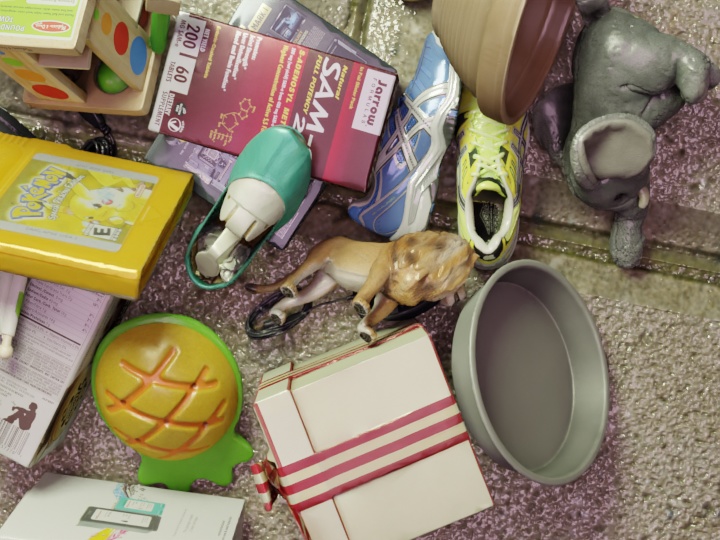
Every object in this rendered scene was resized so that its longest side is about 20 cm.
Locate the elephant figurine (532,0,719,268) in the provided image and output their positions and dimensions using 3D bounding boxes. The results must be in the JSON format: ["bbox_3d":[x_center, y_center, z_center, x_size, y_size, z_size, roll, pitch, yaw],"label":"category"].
[{"bbox_3d":[0.223,-0.119,1.022,0.154,0.141,0.201,33,103,15],"label":"elephant figurine"}]

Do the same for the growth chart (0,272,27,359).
[{"bbox_3d":[-0.360,-0.012,1.024,0.198,0.018,0.146,12,84,35],"label":"growth chart"}]

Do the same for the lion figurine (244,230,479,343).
[{"bbox_3d":[0.000,0.000,1.030,0.198,0.073,0.123,15,51,32],"label":"lion figurine"}]

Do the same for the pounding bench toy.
[{"bbox_3d":[-0.217,-0.215,0.981,0.198,0.156,0.126,7,76,17],"label":"pounding bench toy"}]

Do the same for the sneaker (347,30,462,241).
[{"bbox_3d":[0.044,-0.125,1.047,0.076,0.076,0.202,14,94,-3],"label":"sneaker"}]

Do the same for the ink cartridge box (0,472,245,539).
[{"bbox_3d":[-0.218,0.289,1.032,0.198,0.146,0.148,7,102,0],"label":"ink cartridge box"}]

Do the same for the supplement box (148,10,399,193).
[{"bbox_3d":[-0.074,-0.146,1.002,0.198,0.061,0.110,16,95,1],"label":"supplement box"}]

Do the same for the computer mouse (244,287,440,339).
[{"bbox_3d":[-0.013,0.034,1.080,0.198,0.034,0.059,-12,63,8],"label":"computer mouse"}]

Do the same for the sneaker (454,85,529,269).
[{"bbox_3d":[0.124,-0.102,1.049,0.074,0.076,0.203,-3,91,2],"label":"sneaker"}]

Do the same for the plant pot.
[{"bbox_3d":[0.121,-0.234,0.971,0.092,0.201,0.203,21,93,16],"label":"plant pot"}]

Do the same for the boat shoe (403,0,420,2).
[{"bbox_3d":[0.110,-0.315,1.040,0.199,0.068,0.073,-28,93,2],"label":"boat shoe"}]

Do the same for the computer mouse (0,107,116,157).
[{"bbox_3d":[-0.328,-0.136,1.063,0.200,0.046,0.140,45,93,-2],"label":"computer mouse"}]

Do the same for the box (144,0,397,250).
[{"bbox_3d":[-0.082,-0.144,1.060,0.157,0.051,0.201,33,94,-2],"label":"box"}]

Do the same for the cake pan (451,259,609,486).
[{"bbox_3d":[0.153,0.092,1.024,0.037,0.199,0.202,-16,95,45],"label":"cake pan"}]

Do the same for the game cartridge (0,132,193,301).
[{"bbox_3d":[-0.258,-0.054,0.968,0.198,0.177,0.033,13,123,0],"label":"game cartridge"}]

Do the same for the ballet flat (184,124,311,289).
[{"bbox_3d":[-0.101,-0.042,0.987,0.067,0.200,0.071,32,49,-7],"label":"ballet flat"}]

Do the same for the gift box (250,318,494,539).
[{"bbox_3d":[0.003,0.167,1.014,0.185,0.185,0.202,-20,89,-1],"label":"gift box"}]

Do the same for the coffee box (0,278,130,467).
[{"bbox_3d":[-0.278,0.063,1.042,0.079,0.113,0.202,26,92,-1],"label":"coffee box"}]

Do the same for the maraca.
[{"bbox_3d":[-0.172,0.126,1.054,0.136,0.107,0.202,-12,120,4],"label":"maraca"}]
